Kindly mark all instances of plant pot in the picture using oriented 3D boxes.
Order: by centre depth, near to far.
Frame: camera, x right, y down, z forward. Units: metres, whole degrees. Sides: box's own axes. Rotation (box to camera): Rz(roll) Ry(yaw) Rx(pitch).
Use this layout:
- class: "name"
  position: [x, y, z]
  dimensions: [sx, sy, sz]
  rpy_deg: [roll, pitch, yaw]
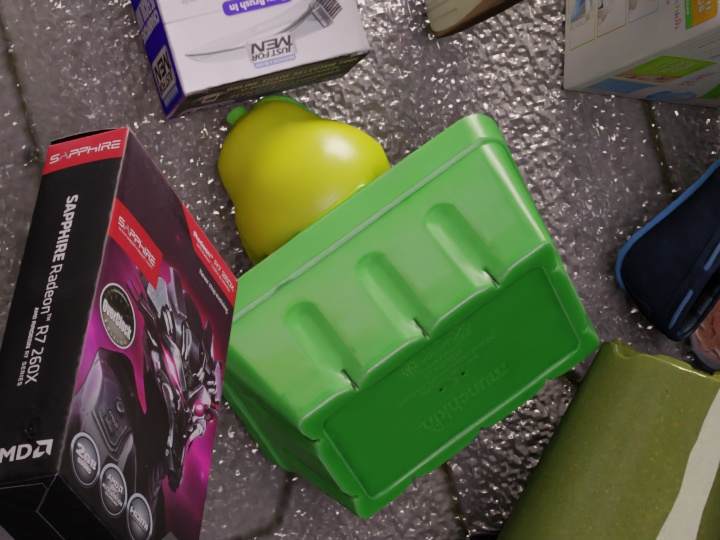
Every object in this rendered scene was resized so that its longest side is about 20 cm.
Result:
- class: "plant pot"
  position: [0.154, 0.143, 1.064]
  dimensions: [0.200, 0.200, 0.190]
  rpy_deg: [20, 91, -15]

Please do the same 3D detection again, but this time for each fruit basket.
- class: "fruit basket"
  position: [0.000, 0.000, 1.092]
  dimensions: [0.216, 0.215, 0.156]
  rpy_deg: [-46, 135, -16]

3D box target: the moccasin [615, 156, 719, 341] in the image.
- class: "moccasin"
  position: [0.232, -0.034, 1.134]
  dimensions: [0.080, 0.200, 0.068]
  rpy_deg: [-3, 56, -42]

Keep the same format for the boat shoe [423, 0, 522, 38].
- class: "boat shoe"
  position: [0.095, -0.190, 1.096]
  dimensions: [0.073, 0.200, 0.063]
  rpy_deg: [-25, 89, -44]

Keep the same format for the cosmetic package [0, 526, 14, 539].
- class: "cosmetic package"
  position: [-0.210, 0.114, 0.959]
  dimensions: [0.101, 0.200, 0.074]
  rpy_deg: [25, 76, 13]

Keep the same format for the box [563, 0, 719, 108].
- class: "box"
  position: [0.203, -0.160, 1.122]
  dimensions: [0.112, 0.200, 0.102]
  rpy_deg: [5, 83, -17]

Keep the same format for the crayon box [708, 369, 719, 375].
- class: "crayon box"
  position: [0.284, 0.135, 1.137]
  dimensions: [0.118, 0.058, 0.200]
  rpy_deg: [-12, 54, -29]

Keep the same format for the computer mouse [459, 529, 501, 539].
- class: "computer mouse"
  position: [0.026, 0.187, 1.125]
  dimensions: [0.199, 0.034, 0.059]
  rpy_deg: [-15, 89, -19]

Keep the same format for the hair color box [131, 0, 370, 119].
- class: "hair color box"
  position: [-0.079, -0.194, 1.104]
  dimensions: [0.109, 0.065, 0.201]
  rpy_deg: [-15, 84, -18]

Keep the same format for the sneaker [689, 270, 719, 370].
- class: "sneaker"
  position: [0.266, -0.026, 1.199]
  dimensions: [0.080, 0.071, 0.200]
  rpy_deg: [19, 100, -55]

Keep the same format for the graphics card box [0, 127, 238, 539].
- class: "graphics card box"
  position: [-0.114, 0.048, 0.939]
  dimensions: [0.126, 0.051, 0.200]
  rpy_deg: [59, 29, -44]
